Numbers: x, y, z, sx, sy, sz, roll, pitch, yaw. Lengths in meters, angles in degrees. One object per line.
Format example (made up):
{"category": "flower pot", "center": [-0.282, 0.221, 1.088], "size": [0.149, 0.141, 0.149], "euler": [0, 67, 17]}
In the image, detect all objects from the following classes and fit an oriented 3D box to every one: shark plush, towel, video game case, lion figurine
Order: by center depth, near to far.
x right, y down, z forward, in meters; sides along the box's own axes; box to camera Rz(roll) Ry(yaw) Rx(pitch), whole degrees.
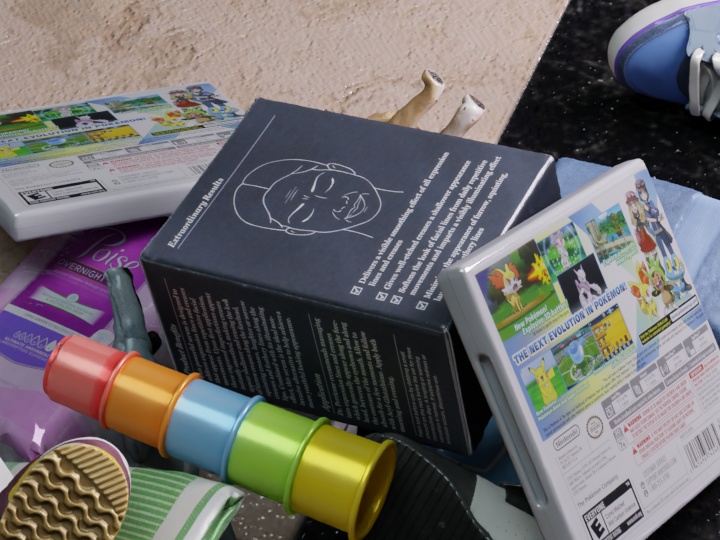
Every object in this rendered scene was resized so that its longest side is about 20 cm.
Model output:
{"category": "towel", "center": [-0.172, 0.167, 1.368], "size": [0.200, 0.023, 0.153], "euler": [-2, 44, 38]}
{"category": "video game case", "center": [0.135, 0.052, 1.376], "size": [0.022, 0.183, 0.200], "euler": [-17, 8, 40]}
{"category": "shark plush", "center": [-0.117, 0.097, 1.448], "size": [0.091, 0.083, 0.200], "euler": [2, 77, 6]}
{"category": "towel", "center": [0.195, 0.001, 1.540], "size": [0.200, 0.049, 0.112], "euler": [19, 55, 24]}
{"category": "lion figurine", "center": [0.043, -0.042, 1.564], "size": [0.123, 0.072, 0.200], "euler": [-50, 39, 19]}
{"category": "video game case", "center": [-0.157, -0.074, 1.615], "size": [0.200, 0.022, 0.182], "euler": [-11, 26, -22]}

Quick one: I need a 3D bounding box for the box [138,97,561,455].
{"category": "box", "center": [0.000, 0.000, 1.440], "size": [0.200, 0.107, 0.149], "euler": [14, 49, 25]}

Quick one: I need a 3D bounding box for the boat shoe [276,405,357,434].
{"category": "boat shoe", "center": [-0.032, 0.042, 1.532], "size": [0.072, 0.066, 0.200], "euler": [4, 49, 13]}

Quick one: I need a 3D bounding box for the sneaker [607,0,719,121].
{"category": "sneaker", "center": [0.265, -0.110, 1.602], "size": [0.200, 0.081, 0.147], "euler": [-3, 44, 1]}

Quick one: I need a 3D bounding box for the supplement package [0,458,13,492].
{"category": "supplement package", "center": [-0.306, 0.160, 1.358], "size": [0.156, 0.111, 0.200], "euler": [3, 45, 41]}

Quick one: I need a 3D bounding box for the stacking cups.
{"category": "stacking cups", "center": [-0.082, 0.088, 1.372], "size": [0.200, 0.061, 0.061], "euler": [20, 54, 13]}

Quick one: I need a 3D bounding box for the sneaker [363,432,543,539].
{"category": "sneaker", "center": [0.081, 0.158, 1.395], "size": [0.200, 0.074, 0.088], "euler": [39, 28, 15]}

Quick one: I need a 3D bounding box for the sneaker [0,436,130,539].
{"category": "sneaker", "center": [-0.191, 0.172, 1.305], "size": [0.075, 0.090, 0.200], "euler": [44, 89, -2]}

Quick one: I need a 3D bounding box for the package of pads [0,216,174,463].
{"category": "package of pads", "center": [-0.176, 0.047, 1.548], "size": [0.120, 0.076, 0.200], "euler": [23, 56, 28]}

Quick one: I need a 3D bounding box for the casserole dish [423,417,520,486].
{"category": "casserole dish", "center": [0.083, 0.091, 1.487], "size": [0.121, 0.039, 0.200], "euler": [19, 54, 24]}
